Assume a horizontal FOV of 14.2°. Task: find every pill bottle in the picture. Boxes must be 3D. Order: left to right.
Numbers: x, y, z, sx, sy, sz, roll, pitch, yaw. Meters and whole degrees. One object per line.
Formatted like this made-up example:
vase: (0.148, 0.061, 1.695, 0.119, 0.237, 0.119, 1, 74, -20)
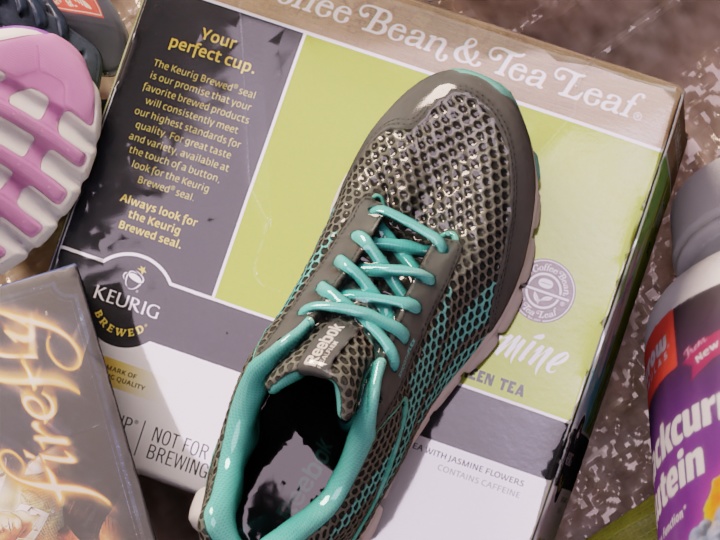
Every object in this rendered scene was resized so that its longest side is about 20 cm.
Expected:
pill bottle: (0.159, 0.057, 1.037, 0.111, 0.112, 0.200, -5, 55, 7)

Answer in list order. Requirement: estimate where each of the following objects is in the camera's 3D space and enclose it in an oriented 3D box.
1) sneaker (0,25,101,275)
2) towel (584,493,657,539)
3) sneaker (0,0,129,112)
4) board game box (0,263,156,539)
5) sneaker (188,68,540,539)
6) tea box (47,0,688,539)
sneaker: (-0.172, -0.013, 1.054, 0.080, 0.089, 0.200, 37, 101, -16)
towel: (0.140, 0.176, 1.066, 0.086, 0.018, 0.200, -35, 64, 20)
sneaker: (-0.137, -0.095, 1.086, 0.084, 0.200, 0.075, -29, 56, -5)
board game box: (-0.132, 0.112, 0.977, 0.135, 0.035, 0.201, -17, 75, -5)
sneaker: (0.002, 0.025, 0.963, 0.077, 0.091, 0.200, 23, 88, 7)
tea box: (0.000, 0.000, 1.080, 0.199, 0.134, 0.197, 20, 88, 8)
